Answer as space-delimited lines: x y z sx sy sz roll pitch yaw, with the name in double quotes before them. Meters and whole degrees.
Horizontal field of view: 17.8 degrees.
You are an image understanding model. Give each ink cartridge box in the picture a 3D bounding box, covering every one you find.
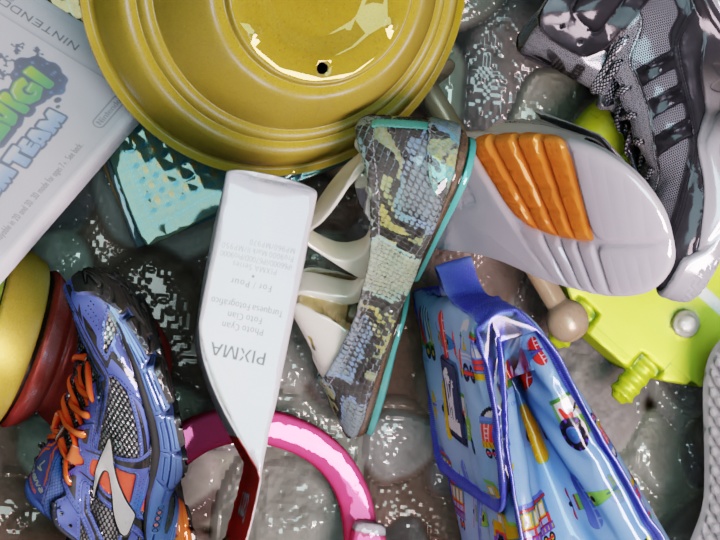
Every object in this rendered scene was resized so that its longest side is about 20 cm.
"ink cartridge box" -0.066 0.059 1.107 0.047 0.160 0.201 13 85 -4

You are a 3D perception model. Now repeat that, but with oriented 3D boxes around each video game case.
"video game case" -0.218 -0.082 1.114 0.182 0.024 0.200 32 48 3

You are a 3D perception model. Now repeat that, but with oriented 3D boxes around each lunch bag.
"lunch bag" 0.084 0.087 1.151 0.094 0.151 0.201 -21 97 -7

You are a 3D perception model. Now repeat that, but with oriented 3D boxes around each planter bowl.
"planter bowl" -0.030 -0.138 1.094 0.199 0.083 0.202 -4 103 -16

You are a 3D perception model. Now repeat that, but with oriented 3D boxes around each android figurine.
"android figurine" 0.182 -0.022 1.228 0.182 0.041 0.200 43 83 -5

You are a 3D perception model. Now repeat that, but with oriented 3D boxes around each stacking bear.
"stacking bear" -0.188 0.029 1.149 0.199 0.114 0.122 21 45 -17

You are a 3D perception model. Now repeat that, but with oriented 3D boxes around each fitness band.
"fitness band" -0.065 0.171 1.198 0.143 0.037 0.201 12 87 -7

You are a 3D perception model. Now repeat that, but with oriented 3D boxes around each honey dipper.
"honey dipper" 0.063 -0.051 1.198 0.038 0.038 0.201 -30 84 -6

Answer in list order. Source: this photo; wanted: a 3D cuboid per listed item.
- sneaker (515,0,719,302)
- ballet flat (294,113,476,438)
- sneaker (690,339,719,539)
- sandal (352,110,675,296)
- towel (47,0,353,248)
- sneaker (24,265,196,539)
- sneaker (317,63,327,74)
"sneaker" 0.134 -0.087 1.169 0.113 0.075 0.201 7 79 -8
"ballet flat" 0.000 0.000 1.154 0.074 0.074 0.201 13 126 -7
"sneaker" 0.217 0.133 1.187 0.079 0.078 0.201 3 96 -38
"sandal" 0.082 -0.045 1.143 0.059 0.206 0.080 -28 119 -38
"towel" -0.086 -0.130 1.205 0.146 0.022 0.201 -22 91 -8
"sneaker" -0.124 0.090 1.103 0.078 0.075 0.201 -10 120 -10
"sneaker" -0.052 -0.164 1.169 0.070 0.078 0.200 -41 110 -7
